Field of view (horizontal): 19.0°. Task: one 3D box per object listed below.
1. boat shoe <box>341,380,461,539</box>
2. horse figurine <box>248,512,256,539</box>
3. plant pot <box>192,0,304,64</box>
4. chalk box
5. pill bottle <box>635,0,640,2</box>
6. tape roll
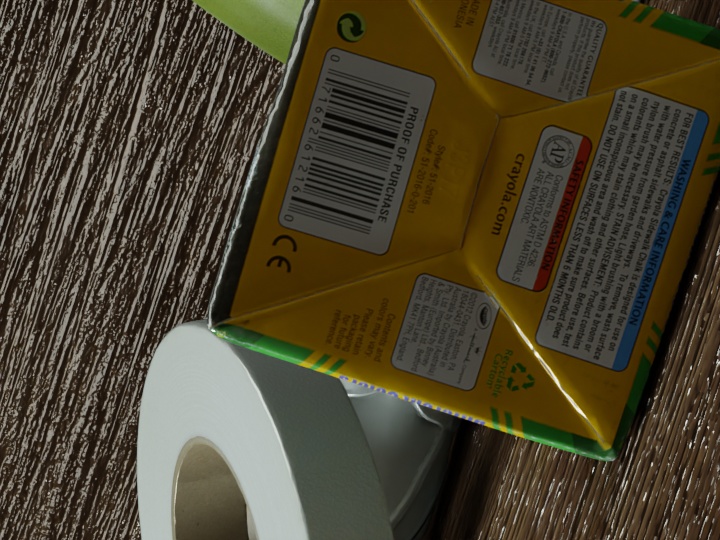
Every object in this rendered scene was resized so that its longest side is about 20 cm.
[{"bbox_3d":[0.020,0.039,0.919,0.066,0.072,0.201,111,-177,-58],"label":"boat shoe"},{"bbox_3d":[-0.097,0.225,1.755,0.133,0.050,0.201,-42,21,57],"label":"horse figurine"},{"bbox_3d":[-0.027,-0.213,1.352,0.200,0.192,0.201,-43,38,47],"label":"plant pot"},{"bbox_3d":[0.029,-0.026,0.676,0.200,0.123,0.125,-121,49,-86],"label":"chalk box"},{"bbox_3d":[0.069,-0.175,0.881,0.201,0.110,0.111,-76,6,-50],"label":"pill bottle"},{"bbox_3d":[-0.042,0.118,0.874,0.203,0.037,0.204,31,125,59],"label":"tape roll"}]
